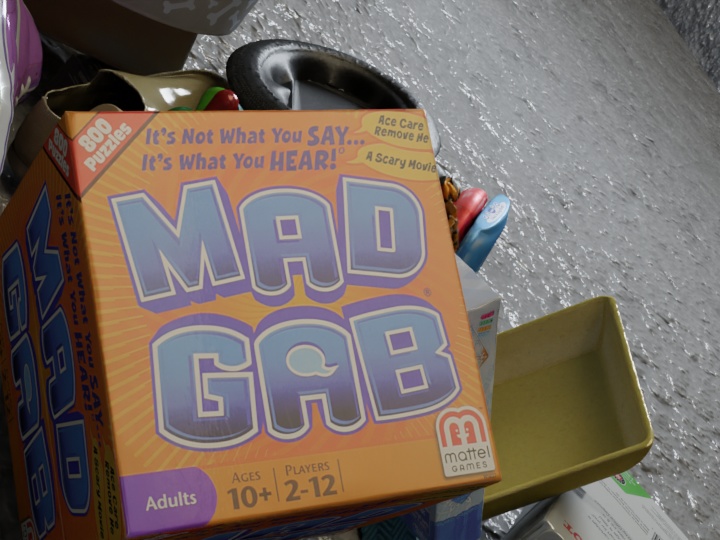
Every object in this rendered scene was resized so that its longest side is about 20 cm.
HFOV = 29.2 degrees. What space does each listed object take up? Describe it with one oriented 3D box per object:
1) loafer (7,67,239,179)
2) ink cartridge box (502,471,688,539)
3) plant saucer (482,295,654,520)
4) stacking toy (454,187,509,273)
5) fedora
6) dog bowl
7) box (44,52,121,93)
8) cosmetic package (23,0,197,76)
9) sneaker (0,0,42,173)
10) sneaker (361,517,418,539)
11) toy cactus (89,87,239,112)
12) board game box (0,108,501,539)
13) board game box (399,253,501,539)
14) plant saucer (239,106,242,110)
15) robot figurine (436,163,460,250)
[{"bbox_3d":[-0.166,-0.112,1.031,0.199,0.068,0.076,-26,68,-40],"label":"loafer"},{"bbox_3d":[0.197,0.248,1.156,0.146,0.084,0.200,49,25,6],"label":"ink cartridge box"},{"bbox_3d":[0.140,0.126,1.153,0.201,0.198,0.049,-91,157,-56],"label":"plant saucer"},{"bbox_3d":[0.019,-0.057,1.182,0.199,0.110,0.116,33,31,7],"label":"stacking toy"},{"bbox_3d":[-0.032,-0.103,1.092,0.199,0.092,0.201,20,27,-11],"label":"fedora"},{"bbox_3d":[-0.165,-0.252,1.078,0.199,0.059,0.200,26,20,-10],"label":"dog bowl"},{"bbox_3d":[-0.150,-0.080,1.133,0.157,0.050,0.201,3,49,-56],"label":"box"},{"bbox_3d":[-0.230,-0.229,1.130,0.198,0.072,0.105,23,17,-16],"label":"cosmetic package"},{"bbox_3d":[-0.257,-0.116,0.961,0.114,0.072,0.203,62,28,-69],"label":"sneaker"},{"bbox_3d":[0.049,0.143,1.060,0.080,0.076,0.202,30,53,-37],"label":"sneaker"},{"bbox_3d":[-0.133,-0.052,0.949,0.101,0.201,0.165,18,-18,29],"label":"toy cactus"},{"bbox_3d":[-0.075,0.044,0.744,0.198,0.200,0.202,-4,75,-27],"label":"board game box"},{"bbox_3d":[0.012,0.046,0.889,0.043,0.201,0.200,-19,42,-24],"label":"board game box"},{"bbox_3d":[-0.044,-0.127,1.298,0.198,0.028,0.201,13,26,-6],"label":"plant saucer"},{"bbox_3d":[0.000,0.000,1.051,0.058,0.199,0.145,52,-4,15],"label":"robot figurine"}]
